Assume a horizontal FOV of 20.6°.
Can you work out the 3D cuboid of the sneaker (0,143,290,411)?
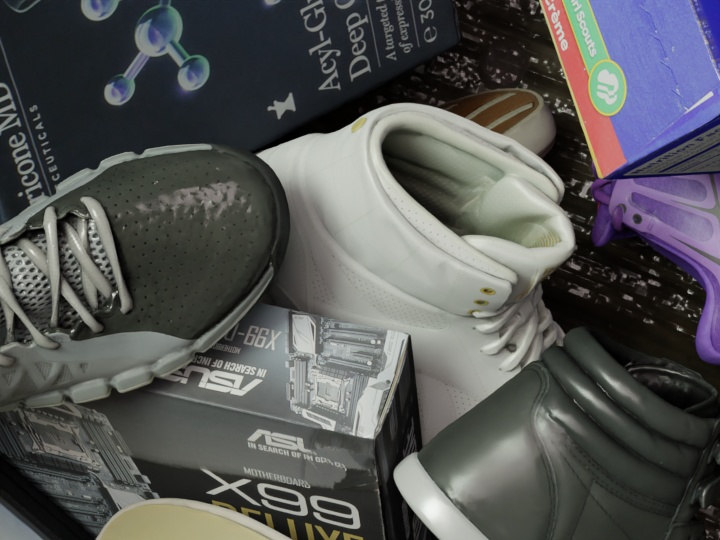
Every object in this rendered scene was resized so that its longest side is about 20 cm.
[{"bbox_3d":[-0.119,0.018,0.628,0.200,0.115,0.075,-24,90,7],"label":"sneaker"}]

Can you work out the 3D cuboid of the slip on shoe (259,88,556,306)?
[{"bbox_3d":[0.000,0.000,0.810,0.200,0.076,0.061,-37,117,-8],"label":"slip on shoe"}]

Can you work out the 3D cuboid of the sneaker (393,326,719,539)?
[{"bbox_3d":[0.114,0.097,0.708,0.200,0.071,0.099,40,99,-26],"label":"sneaker"}]

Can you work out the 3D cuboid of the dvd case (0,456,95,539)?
[{"bbox_3d":[-0.222,0.111,0.776,0.200,0.143,0.018,-27,35,22],"label":"dvd case"}]

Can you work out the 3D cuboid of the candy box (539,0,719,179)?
[{"bbox_3d":[0.155,-0.124,0.732,0.077,0.200,0.169,-33,68,49],"label":"candy box"}]

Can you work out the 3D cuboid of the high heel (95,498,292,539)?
[{"bbox_3d":[-0.070,0.160,0.747,0.200,0.143,0.071,-10,32,29],"label":"high heel"}]

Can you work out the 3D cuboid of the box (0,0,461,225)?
[{"bbox_3d":[-0.080,-0.123,0.723,0.200,0.149,0.107,-29,40,-20],"label":"box"}]

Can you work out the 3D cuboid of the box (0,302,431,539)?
[{"bbox_3d":[-0.075,0.068,0.758,0.200,0.158,0.050,12,55,14],"label":"box"}]

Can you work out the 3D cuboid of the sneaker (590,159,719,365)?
[{"bbox_3d":[0.116,-0.054,0.786,0.083,0.081,0.200,-30,74,12],"label":"sneaker"}]

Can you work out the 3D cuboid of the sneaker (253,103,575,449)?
[{"bbox_3d":[0.049,0.020,0.723,0.200,0.116,0.074,40,60,-20],"label":"sneaker"}]
